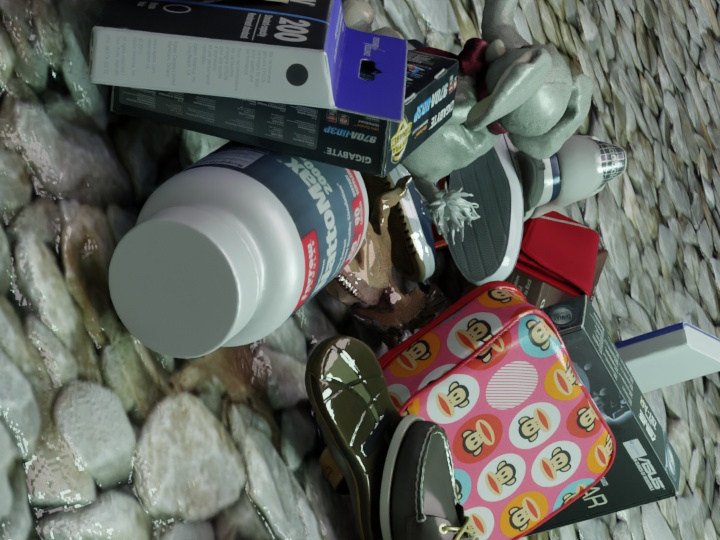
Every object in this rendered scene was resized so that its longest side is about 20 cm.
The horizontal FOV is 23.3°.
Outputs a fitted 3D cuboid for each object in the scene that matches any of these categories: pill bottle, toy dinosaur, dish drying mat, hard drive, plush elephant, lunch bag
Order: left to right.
[{"bbox_3d":[-0.080,-0.018,1.144,0.120,0.119,0.200,66,26,-10],"label":"pill bottle"},{"bbox_3d":[0.000,0.000,1.334,0.200,0.085,0.136,1,73,-63],"label":"toy dinosaur"},{"bbox_3d":[0.088,-0.142,1.327,0.201,0.154,0.165,64,11,15],"label":"plush elephant"},{"bbox_3d":[0.094,0.126,1.364,0.082,0.176,0.200,43,-13,52],"label":"lunch bag"},{"bbox_3d":[0.175,-0.020,1.552,0.076,0.018,0.200,26,17,3],"label":"dish drying mat"},{"bbox_3d":[0.225,0.096,1.589,0.132,0.199,0.026,21,54,-59],"label":"hard drive"}]

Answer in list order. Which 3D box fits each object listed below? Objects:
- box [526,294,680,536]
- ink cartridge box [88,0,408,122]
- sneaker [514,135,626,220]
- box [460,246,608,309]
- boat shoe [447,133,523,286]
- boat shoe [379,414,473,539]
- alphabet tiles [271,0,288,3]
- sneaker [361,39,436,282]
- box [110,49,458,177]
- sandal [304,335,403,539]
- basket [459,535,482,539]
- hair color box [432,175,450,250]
[{"bbox_3d":[0.161,0.128,1.485,0.201,0.159,0.044,58,28,-27],"label":"box"},{"bbox_3d":[-0.064,-0.156,1.150,0.198,0.199,0.044,-86,-175,-67],"label":"ink cartridge box"},{"bbox_3d":[0.175,-0.084,1.538,0.200,0.080,0.077,-153,-129,-83],"label":"sneaker"},{"bbox_3d":[0.158,0.025,1.606,0.200,0.075,0.101,-15,124,-63],"label":"box"},{"bbox_3d":[0.114,-0.072,1.487,0.067,0.073,0.201,30,48,-47],"label":"boat shoe"},{"bbox_3d":[0.055,0.205,1.257,0.072,0.060,0.203,-11,102,-54],"label":"boat shoe"},{"bbox_3d":[-0.131,-0.237,1.164,0.195,0.015,0.200,-1,37,-42],"label":"alphabet tiles"},{"bbox_3d":[0.048,-0.098,1.465,0.108,0.070,0.201,-22,91,-25],"label":"sneaker"},{"bbox_3d":[-0.048,-0.128,1.201,0.159,0.199,0.046,-45,146,-63],"label":"box"},{"bbox_3d":[-0.005,0.130,1.263,0.082,0.054,0.201,-51,133,-34],"label":"sandal"},{"bbox_3d":[0.044,0.312,1.120,0.200,0.160,0.199,56,28,-32],"label":"basket"},{"bbox_3d":[0.093,-0.074,1.604,0.200,0.061,0.102,-8,80,-65],"label":"hair color box"}]
